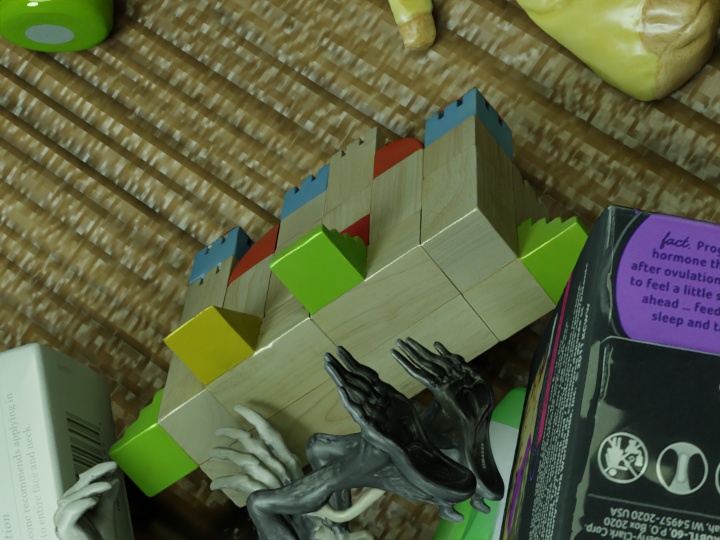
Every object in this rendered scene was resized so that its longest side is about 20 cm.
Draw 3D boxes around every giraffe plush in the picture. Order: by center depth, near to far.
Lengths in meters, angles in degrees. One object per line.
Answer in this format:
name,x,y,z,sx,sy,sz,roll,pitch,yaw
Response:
giraffe plush,0.071,-0.178,0.782,0.198,0.162,0.174,6,77,17

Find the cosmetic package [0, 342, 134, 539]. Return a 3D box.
cosmetic package,-0.192,0.107,0.761,0.198,0.074,0.103,-16,70,11

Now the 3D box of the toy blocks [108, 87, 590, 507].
toy blocks,0.000,0.000,0.780,0.199,0.100,0.137,-33,23,20

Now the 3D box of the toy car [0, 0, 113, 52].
toy car,-0.196,-0.201,0.846,0.156,0.200,0.166,-4,74,15

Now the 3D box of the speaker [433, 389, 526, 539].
speaker,0.048,0.150,0.732,0.088,0.088,0.202,23,82,20

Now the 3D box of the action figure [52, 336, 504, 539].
action figure,-0.041,0.097,0.686,0.102,0.119,0.200,50,118,10

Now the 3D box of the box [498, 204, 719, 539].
box,0.109,0.066,0.592,0.121,0.200,0.107,11,76,2
